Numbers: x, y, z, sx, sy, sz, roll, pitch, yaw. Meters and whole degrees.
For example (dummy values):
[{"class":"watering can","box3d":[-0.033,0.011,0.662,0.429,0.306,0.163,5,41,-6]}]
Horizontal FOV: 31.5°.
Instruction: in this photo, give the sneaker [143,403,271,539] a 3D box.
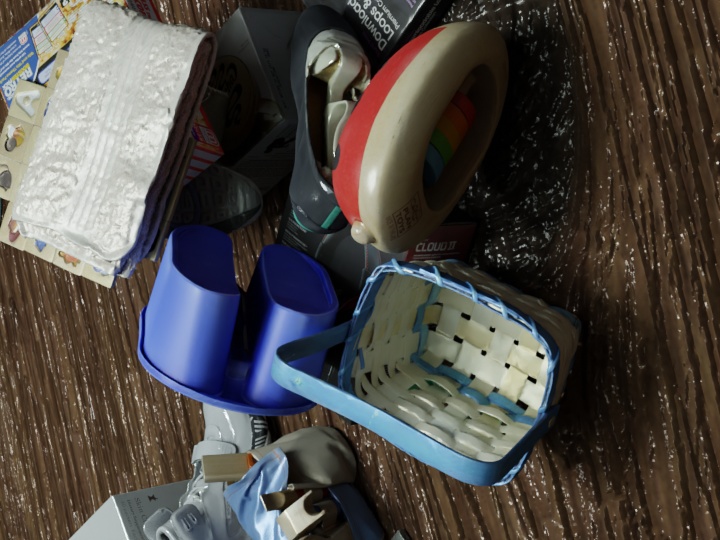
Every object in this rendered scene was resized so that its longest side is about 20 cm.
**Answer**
[{"class":"sneaker","box3d":[-0.140,0.195,1.175,0.075,0.114,0.201,-24,76,53]}]

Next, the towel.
[{"class":"towel","box3d":[-0.196,-0.105,0.995,0.132,0.034,0.201,21,94,29]}]

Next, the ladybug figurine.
[{"class":"ladybug figurine","box3d":[0.039,-0.100,0.918,0.072,0.200,0.136,19,146,26]}]

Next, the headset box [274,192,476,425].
[{"class":"headset box","box3d":[0.000,0.000,1.045,0.148,0.075,0.201,37,119,39]}]

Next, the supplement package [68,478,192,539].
[{"class":"supplement package","box3d":[-0.197,0.332,1.254,0.156,0.110,0.201,-44,63,40]}]

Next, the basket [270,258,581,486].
[{"class":"basket","box3d":[0.059,0.075,0.887,0.176,0.200,0.140,27,112,26]}]

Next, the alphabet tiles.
[{"class":"alphabet tiles","box3d":[-0.222,-0.084,1.031,0.199,0.006,0.167,21,94,29]}]

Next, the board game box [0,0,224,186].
[{"class":"board game box","box3d":[-0.217,-0.138,1.066,0.151,0.046,0.201,-34,68,21]}]

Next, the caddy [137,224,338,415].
[{"class":"caddy","box3d":[-0.094,0.045,0.970,0.200,0.140,0.106,-112,39,-70]}]

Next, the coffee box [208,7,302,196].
[{"class":"coffee box","box3d":[-0.115,-0.131,1.151,0.200,0.079,0.114,-36,68,42]}]

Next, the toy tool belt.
[{"class":"toy tool belt","box3d":[-0.050,0.228,1.082,0.200,0.122,0.125,54,128,28]}]

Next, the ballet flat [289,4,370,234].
[{"class":"ballet flat","box3d":[-0.017,-0.127,0.982,0.073,0.073,0.201,-21,59,45]}]

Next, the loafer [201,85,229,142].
[{"class":"loafer","box3d":[-0.181,-0.167,1.120,0.200,0.075,0.070,37,98,28]}]

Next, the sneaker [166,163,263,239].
[{"class":"sneaker","box3d":[-0.165,-0.059,1.104,0.199,0.087,0.075,0,91,29]}]

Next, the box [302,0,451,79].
[{"class":"box","box3d":[0.028,-0.264,1.023,0.143,0.036,0.200,57,131,27]}]
